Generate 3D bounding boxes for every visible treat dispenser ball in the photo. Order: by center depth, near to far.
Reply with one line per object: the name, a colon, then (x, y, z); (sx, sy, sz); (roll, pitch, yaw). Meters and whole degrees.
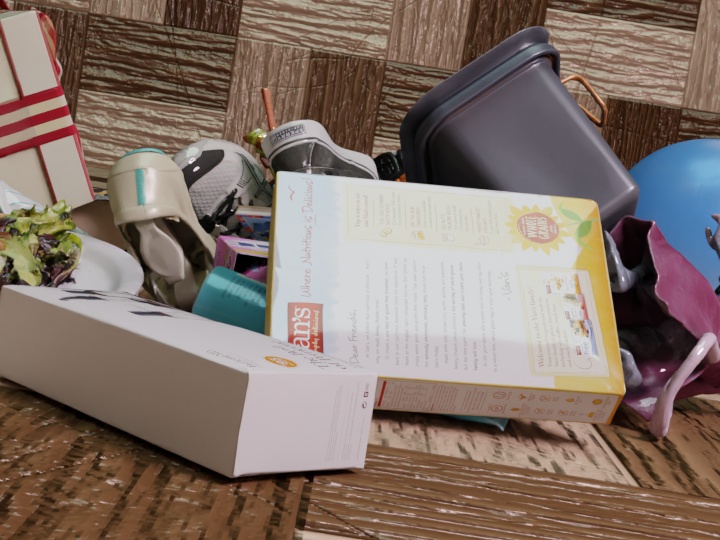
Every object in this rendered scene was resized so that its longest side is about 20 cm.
treat dispenser ball: (0.317, -0.020, 1.240); (0.200, 0.202, 0.201); (9, 5, -1)

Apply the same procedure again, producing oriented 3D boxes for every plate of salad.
plate of salad: (-0.233, -0.006, 0.825); (0.199, 0.048, 0.200); (5, 19, -2)

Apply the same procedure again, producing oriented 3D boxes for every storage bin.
storage bin: (0.128, -0.055, 0.952); (0.135, 0.145, 0.200); (53, -8, 21)

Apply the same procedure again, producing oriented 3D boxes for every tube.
tube: (-0.003, 0.052, 0.805); (0.199, 0.051, 0.077); (19, 15, 11)

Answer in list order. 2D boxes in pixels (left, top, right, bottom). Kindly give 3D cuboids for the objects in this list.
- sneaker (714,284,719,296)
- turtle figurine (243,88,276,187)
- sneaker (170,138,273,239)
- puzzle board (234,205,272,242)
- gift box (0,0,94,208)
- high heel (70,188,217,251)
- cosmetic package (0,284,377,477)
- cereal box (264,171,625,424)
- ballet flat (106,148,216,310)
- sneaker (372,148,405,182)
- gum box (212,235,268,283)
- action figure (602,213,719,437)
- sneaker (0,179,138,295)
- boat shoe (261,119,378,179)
sneaker: (0.278, 0.046, 1.075); (0.199, 0.090, 0.078); (10, 5, 23)
turtle figurine: (-0.090, -0.066, 1.291); (0.161, 0.201, 0.064); (-16, 10, 36)
sneaker: (-0.086, -0.041, 1.126); (0.088, 0.076, 0.200); (48, 9, 34)
puzzle board: (0.000, 0.000, 1.062); (0.150, 0.017, 0.200); (5, -20, 15)
gift box: (-0.338, -0.130, 1.128); (0.186, 0.185, 0.200); (-22, 25, -24)
high heel: (-0.212, -0.030, 1.161); (0.199, 0.072, 0.143); (14, 3, -8)
cosmetic package: (-0.092, 0.048, 0.653); (0.200, 0.051, 0.082); (14, 8, 43)
cereal box: (0.045, 0.014, 0.778); (0.199, 0.144, 0.040); (5, -38, -5)
ballet flat: (-0.137, -0.008, 0.973); (0.069, 0.070, 0.200); (11, -27, 16)
sneaker: (0.030, -0.044, 1.292); (0.092, 0.076, 0.200); (15, -37, -31)
gum box: (-0.002, 0.026, 0.942); (0.199, 0.066, 0.113); (8, 5, -13)
action figure: (0.231, 0.038, 0.901); (0.199, 0.134, 0.149); (18, 15, -40)
sneaker: (-0.242, -0.014, 0.989); (0.200, 0.071, 0.080); (29, 0, 35)
boat shoe: (-0.029, -0.068, 1.152); (0.070, 0.064, 0.200); (-23, -16, 15)
